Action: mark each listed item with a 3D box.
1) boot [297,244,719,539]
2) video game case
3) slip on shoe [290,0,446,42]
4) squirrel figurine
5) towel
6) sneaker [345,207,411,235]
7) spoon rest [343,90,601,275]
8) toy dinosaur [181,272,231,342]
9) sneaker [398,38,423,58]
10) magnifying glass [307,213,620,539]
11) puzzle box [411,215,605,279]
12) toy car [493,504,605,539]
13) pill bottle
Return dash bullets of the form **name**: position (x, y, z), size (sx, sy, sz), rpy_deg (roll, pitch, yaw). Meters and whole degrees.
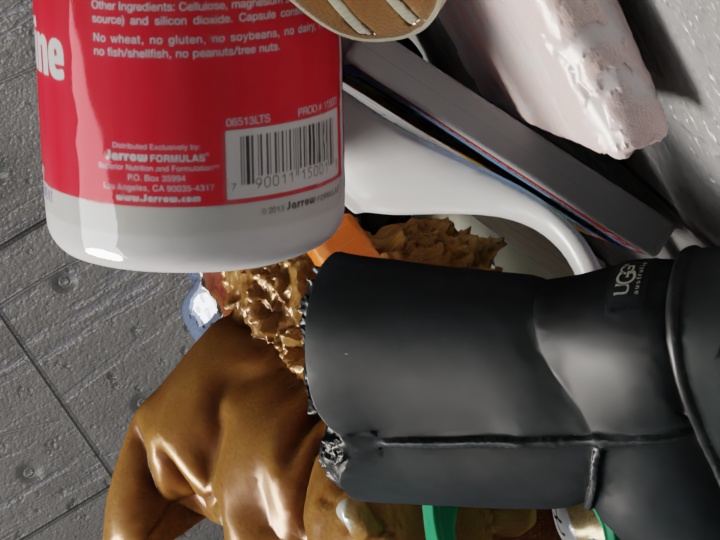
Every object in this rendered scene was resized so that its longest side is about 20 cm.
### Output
- **boot**: position (0.077, 0.072, 0.729), size (0.076, 0.168, 0.200), rpy_deg (-62, -41, -43)
- **video game case**: position (0.044, -0.057, 0.833), size (0.143, 0.017, 0.200), rpy_deg (32, -179, -9)
- **slip on shoe**: position (-0.023, -0.161, 0.613), size (0.200, 0.076, 0.061), rpy_deg (54, -140, -33)
- **squirrel figurine**: position (-0.006, 0.070, 0.871), size (0.187, 0.141, 0.201), rpy_deg (25, 103, 63)
- **towel**: position (0.032, -0.140, 0.694), size (0.200, 0.032, 0.191), rpy_deg (60, 177, -13)
- **sneaker**: position (0.000, 0.000, 0.982), size (0.200, 0.075, 0.106), rpy_deg (60, 153, -13)
- **spoon rest**: position (0.032, -0.029, 0.802), size (0.200, 0.061, 0.099), rpy_deg (46, -178, 9)
- **toy dinosaur**: position (-0.063, -0.020, 1.039), size (0.200, 0.105, 0.182), rpy_deg (37, 155, 34)
- **sneaker**: position (0.051, -0.055, 1.070), size (0.087, 0.074, 0.200), rpy_deg (6, 128, 48)
- **magnifying glass**: position (0.038, 0.062, 0.793), size (0.200, 0.079, 0.022), rpy_deg (57, 157, 18)
- **puzzle box**: position (0.041, -0.010, 1.019), size (0.200, 0.025, 0.133), rpy_deg (38, 152, 28)
- **toy car**: position (0.110, 0.107, 0.868), size (0.200, 0.157, 0.165), rpy_deg (88, 167, -56)
- **pill bottle**: position (-0.062, -0.108, 0.707), size (0.112, 0.112, 0.201), rpy_deg (-130, 37, -70)
